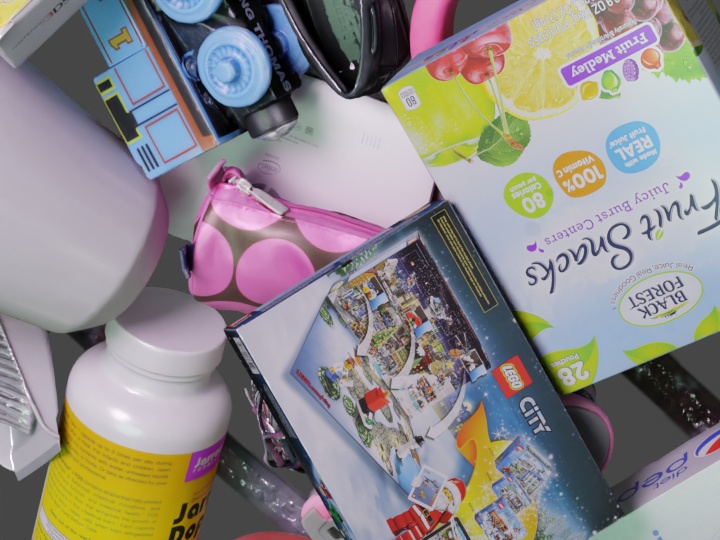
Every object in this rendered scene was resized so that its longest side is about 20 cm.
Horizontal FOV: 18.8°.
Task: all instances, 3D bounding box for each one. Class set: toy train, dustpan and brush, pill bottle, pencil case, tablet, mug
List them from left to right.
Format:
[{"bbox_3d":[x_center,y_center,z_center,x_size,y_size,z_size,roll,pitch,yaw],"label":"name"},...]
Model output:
[{"bbox_3d":[-0.237,0.026,1.376,0.140,0.057,0.201,146,120,-65],"label":"dustpan and brush"},{"bbox_3d":[-0.196,-0.051,1.267,0.153,0.187,0.149,31,121,-27],"label":"mug"},{"bbox_3d":[-0.140,0.114,1.359,0.104,0.104,0.201,23,119,11],"label":"pill bottle"},{"bbox_3d":[-0.110,-0.155,1.237,0.114,0.087,0.201,-25,96,30],"label":"toy train"},{"bbox_3d":[-0.053,-0.060,1.303,0.199,0.014,0.131,20,118,13],"label":"tablet"},{"bbox_3d":[0.000,0.000,1.249,0.199,0.091,0.094,14,126,5],"label":"pencil case"}]

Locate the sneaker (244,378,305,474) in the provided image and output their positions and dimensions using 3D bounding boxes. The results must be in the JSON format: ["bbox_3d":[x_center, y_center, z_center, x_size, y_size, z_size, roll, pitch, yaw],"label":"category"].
[{"bbox_3d":[-0.033,0.087,1.276,0.080,0.075,0.200,18,162,0],"label":"sneaker"}]

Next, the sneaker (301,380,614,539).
[{"bbox_3d":[0.057,0.107,1.284,0.199,0.096,0.079,-24,121,18],"label":"sneaker"}]

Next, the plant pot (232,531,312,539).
[{"bbox_3d":[-0.066,0.271,1.341,0.199,0.178,0.201,12,129,15],"label":"plant pot"}]

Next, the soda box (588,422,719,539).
[{"bbox_3d":[0.192,0.140,1.236,0.200,0.063,0.068,-32,98,15],"label":"soda box"}]

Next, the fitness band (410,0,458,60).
[{"bbox_3d":[0.110,-0.097,1.208,0.143,0.037,0.201,-22,101,28],"label":"fitness band"}]

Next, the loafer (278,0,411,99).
[{"bbox_3d":[-0.028,-0.191,1.203,0.068,0.070,0.201,-16,105,26],"label":"loafer"}]

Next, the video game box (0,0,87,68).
[{"bbox_3d":[-0.187,-0.236,1.174,0.182,0.047,0.200,-43,69,-9],"label":"video game box"}]

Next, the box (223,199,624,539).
[{"bbox_3d":[0.035,0.082,1.171,0.136,0.038,0.201,-31,96,-14],"label":"box"}]

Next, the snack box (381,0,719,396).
[{"bbox_3d":[0.134,-0.055,1.158,0.168,0.068,0.201,-26,102,31],"label":"snack box"}]
